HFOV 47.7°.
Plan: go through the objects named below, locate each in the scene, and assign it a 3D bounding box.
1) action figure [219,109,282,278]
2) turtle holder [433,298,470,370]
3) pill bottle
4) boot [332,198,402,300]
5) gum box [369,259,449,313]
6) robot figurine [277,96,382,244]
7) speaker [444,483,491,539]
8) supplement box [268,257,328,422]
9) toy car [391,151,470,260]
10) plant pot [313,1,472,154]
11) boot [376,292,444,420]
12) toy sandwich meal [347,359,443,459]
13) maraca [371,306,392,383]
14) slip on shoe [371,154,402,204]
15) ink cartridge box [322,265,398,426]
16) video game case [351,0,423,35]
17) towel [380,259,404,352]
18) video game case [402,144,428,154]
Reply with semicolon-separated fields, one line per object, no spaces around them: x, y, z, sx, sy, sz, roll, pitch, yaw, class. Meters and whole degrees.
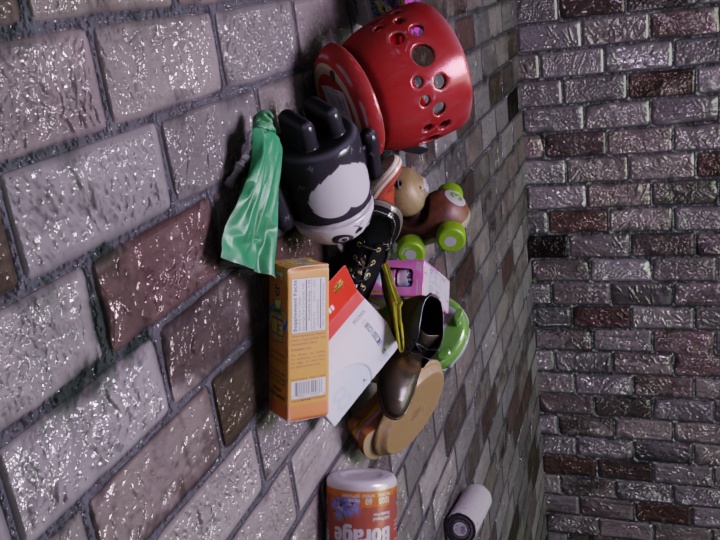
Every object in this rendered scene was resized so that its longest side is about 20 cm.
-0.129;-0.100;0.995;0.118;0.054;0.203;32;64;-64;action figure
0.150;0.149;1.629;0.132;0.139;0.188;47;46;-63;turtle holder
0.002;0.416;1.258;0.112;0.111;0.203;5;84;-69;pill bottle
0.001;0.001;1.233;0.204;0.073;0.155;120;-11;-58;boot
0.085;0.031;1.489;0.200;0.112;0.067;33;59;-67;gum box
-0.049;-0.130;1.108;0.126;0.148;0.202;-83;164;-51;robot figurine
0.272;0.606;2.036;0.200;0.080;0.082;-19;107;-69;speaker
-0.081;0.088;1.059;0.068;0.066;0.203;-3;99;-30;supplement box
0.105;-0.146;1.523;0.165;0.156;0.201;-83;150;-53;toy car
0.041;-0.270;1.212;0.181;0.200;0.202;-29;128;-16;plant pot
0.077;0.128;1.263;0.097;0.074;0.202;140;-36;-65;boot
0.064;0.229;1.382;0.205;0.070;0.207;-41;149;-32;toy sandwich meal
0.035;0.122;1.364;0.199;0.106;0.139;13;90;-61;maraca
0.031;-0.105;1.289;0.201;0.061;0.075;115;-6;-47;slip on shoe
-0.030;0.112;1.168;0.160;0.047;0.201;-49;146;-17;ink cartridge box
0.028;-0.471;1.291;0.036;0.181;0.202;-30;128;-17;video game case
0.050;0.041;1.278;0.200;0.018;0.087;-103;-177;-65;towel
0.054;-0.300;1.449;0.183;0.025;0.200;69;21;4;video game case
